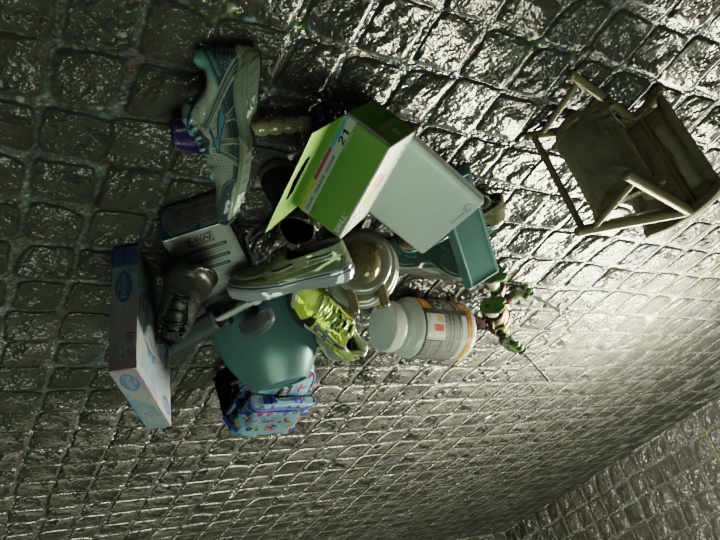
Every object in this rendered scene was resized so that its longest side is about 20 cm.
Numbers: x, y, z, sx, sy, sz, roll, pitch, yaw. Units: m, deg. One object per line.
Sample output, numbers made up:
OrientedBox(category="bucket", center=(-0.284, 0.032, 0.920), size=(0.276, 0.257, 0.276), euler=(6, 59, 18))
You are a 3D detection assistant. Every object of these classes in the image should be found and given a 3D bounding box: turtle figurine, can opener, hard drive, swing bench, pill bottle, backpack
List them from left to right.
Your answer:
OrientedBox(category="can opener", center=(-0.216, 0.093, 1.092), size=(0.197, 0.068, 0.053), euler=(-28, 174, 27))
OrientedBox(category="backpack", center=(-0.166, 0.211, 1.365), size=(0.180, 0.137, 0.201), euler=(10, 135, -37))
OrientedBox(category="hard drive", center=(0.069, -0.120, 1.035), size=(0.198, 0.027, 0.131), euler=(34, 121, -30))
OrientedBox(category="pill bottle", center=(0.120, 0.113, 1.373), size=(0.196, 0.118, 0.117), euler=(7, 140, -34))
OrientedBox(category="turtle figurine", center=(0.313, 0.084, 1.408), size=(0.145, 0.198, 0.194), euler=(-52, 142, -10))
OrientedBox(category="swing bench", center=(0.379, -0.162, 1.024), size=(0.196, 0.202, 0.131), euler=(1, 144, -26))

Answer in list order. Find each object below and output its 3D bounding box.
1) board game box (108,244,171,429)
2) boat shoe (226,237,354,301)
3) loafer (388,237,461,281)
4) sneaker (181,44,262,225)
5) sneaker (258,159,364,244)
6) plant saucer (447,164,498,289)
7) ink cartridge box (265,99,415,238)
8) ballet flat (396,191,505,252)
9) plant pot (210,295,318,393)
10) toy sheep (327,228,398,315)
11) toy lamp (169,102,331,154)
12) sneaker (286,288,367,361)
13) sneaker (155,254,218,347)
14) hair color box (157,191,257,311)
OrientedBox(category="board game box", center=(-0.327, 0.104, 1.062), size=(0.042, 0.203, 0.202), euler=(-9, 146, -5))
OrientedBox(category="boat shoe", center=(-0.105, -0.005, 1.028), size=(0.195, 0.072, 0.063), euler=(-11, 112, 11))
OrientedBox(category="loafer", center=(0.118, -0.018, 1.243), size=(0.195, 0.074, 0.063), euler=(7, 160, -24))
OrientedBox(category="sneaker", center=(-0.164, -0.156, 0.815), size=(0.084, 0.206, 0.078), euler=(4, -177, -13))
OrientedBox(category="sneaker", center=(-0.061, -0.073, 1.021), size=(0.198, 0.108, 0.074), euler=(19, 133, -43))
OrientedBox(category="plant saucer", center=(0.173, -0.064, 1.131), size=(0.069, 0.019, 0.203), euler=(-29, 119, -13))
OrientedBox(category="ink cartridge box", center=(-0.023, -0.114, 0.886), size=(0.149, 0.075, 0.200), euler=(-58, 175, 31))
OrientedBox(category="ballet flat", center=(0.148, -0.091, 1.153), size=(0.195, 0.068, 0.077), euler=(-15, 126, -16))
OrientedBox(category="plant pot", center=(-0.148, 0.126, 1.192), size=(0.196, 0.138, 0.200), euler=(-17, 166, -4))
OrientedBox(category="toy sheep", center=(0.000, 0.000, 1.130), size=(0.134, 0.141, 0.200), euler=(-12, 176, -8))
OrientedBox(category="toy lamp", center=(-0.136, -0.176, 0.883), size=(0.195, 0.059, 0.059), euler=(-6, 146, -18))
OrientedBox(category="sneaker", center=(-0.049, 0.074, 1.129), size=(0.075, 0.077, 0.201), euler=(2, 145, 33))
OrientedBox(category="sneaker", center=(-0.255, 0.050, 1.011), size=(0.074, 0.092, 0.201), euler=(19, 149, -7))
OrientedBox(category="hair color box", center=(-0.218, -0.024, 1.059), size=(0.098, 0.062, 0.201), euler=(-17, 148, -2))
